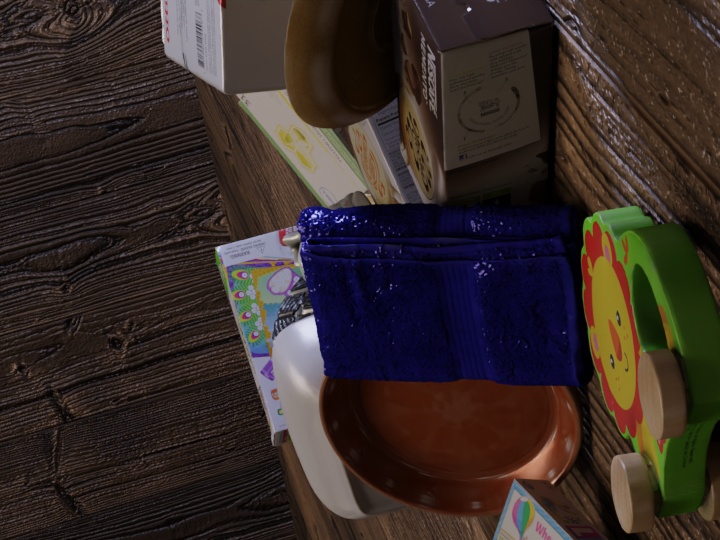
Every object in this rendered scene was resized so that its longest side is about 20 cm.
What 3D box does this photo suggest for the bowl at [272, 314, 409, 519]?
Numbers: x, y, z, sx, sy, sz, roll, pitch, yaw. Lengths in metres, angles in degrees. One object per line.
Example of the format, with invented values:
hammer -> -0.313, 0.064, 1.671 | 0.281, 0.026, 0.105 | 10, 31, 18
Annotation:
bowl -> 0.040, 0.114, 1.492 | 0.075, 0.199, 0.200 | -109, 4, -55

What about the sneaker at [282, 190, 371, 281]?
sneaker -> 0.000, 0.000, 1.437 | 0.200, 0.080, 0.071 | 40, 153, 65

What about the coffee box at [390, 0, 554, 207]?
coffee box -> 0.075, -0.123, 1.265 | 0.200, 0.080, 0.113 | 85, 167, -51

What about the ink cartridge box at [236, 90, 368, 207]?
ink cartridge box -> -0.052, -0.117, 1.659 | 0.146, 0.048, 0.200 | 51, 154, -2

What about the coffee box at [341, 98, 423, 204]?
coffee box -> 0.042, -0.098, 1.443 | 0.114, 0.080, 0.200 | 145, 101, -80

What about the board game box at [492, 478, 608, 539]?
board game box -> 0.151, 0.258, 1.330 | 0.200, 0.034, 0.135 | 45, 123, 54

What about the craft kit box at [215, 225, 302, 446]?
craft kit box -> -0.016, 0.045, 1.741 | 0.049, 0.200, 0.198 | 100, 152, -67

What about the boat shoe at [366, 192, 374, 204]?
boat shoe -> 0.019, -0.075, 1.718 | 0.069, 0.074, 0.200 | 79, 173, -63

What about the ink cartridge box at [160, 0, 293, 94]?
ink cartridge box -> -0.100, -0.230, 1.483 | 0.200, 0.084, 0.145 | -143, 50, -65

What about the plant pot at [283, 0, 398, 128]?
plant pot -> 0.017, -0.186, 1.280 | 0.027, 0.200, 0.200 | 27, 148, 23

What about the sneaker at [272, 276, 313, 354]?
sneaker -> -0.004, 0.030, 1.568 | 0.200, 0.077, 0.085 | -56, -50, -41

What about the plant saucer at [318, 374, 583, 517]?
plant saucer -> 0.069, 0.105, 1.394 | 0.032, 0.200, 0.201 | -72, -22, -50

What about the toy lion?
toy lion -> 0.168, 0.040, 1.076 | 0.200, 0.069, 0.192 | 90, 170, -59

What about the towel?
towel -> 0.058, 0.022, 1.278 | 0.050, 0.200, 0.148 | -66, -29, -52
